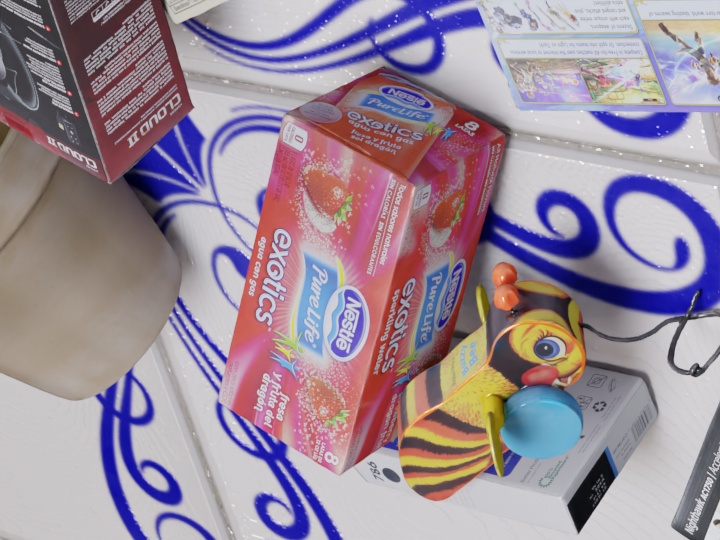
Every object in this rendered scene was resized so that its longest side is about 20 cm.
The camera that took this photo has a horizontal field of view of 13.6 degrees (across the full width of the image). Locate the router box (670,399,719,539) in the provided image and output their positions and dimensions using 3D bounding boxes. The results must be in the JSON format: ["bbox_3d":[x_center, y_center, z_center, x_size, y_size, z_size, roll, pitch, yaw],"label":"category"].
[{"bbox_3d":[0.263,0.114,1.666,0.149,0.051,0.201,34,144,16],"label":"router box"}]

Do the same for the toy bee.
[{"bbox_3d":[0.087,0.043,1.685,0.109,0.200,0.131,45,-174,-32],"label":"toy bee"}]

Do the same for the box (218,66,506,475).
[{"bbox_3d":[0.000,0.000,1.715,0.095,0.100,0.201,29,124,23],"label":"box"}]

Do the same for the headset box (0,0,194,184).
[{"bbox_3d":[-0.183,-0.152,1.695,0.148,0.077,0.201,30,152,34],"label":"headset box"}]

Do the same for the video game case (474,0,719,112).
[{"bbox_3d":[0.133,-0.166,1.512,0.199,0.045,0.182,4,128,43],"label":"video game case"}]

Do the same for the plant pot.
[{"bbox_3d":[-0.213,-0.014,1.909,0.173,0.201,0.199,41,148,-27],"label":"plant pot"}]

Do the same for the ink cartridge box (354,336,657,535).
[{"bbox_3d":[0.068,0.091,1.793,0.199,0.100,0.039,13,143,37],"label":"ink cartridge box"}]

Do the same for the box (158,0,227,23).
[{"bbox_3d":[-0.113,-0.244,1.644,0.095,0.078,0.201,-15,115,51],"label":"box"}]
